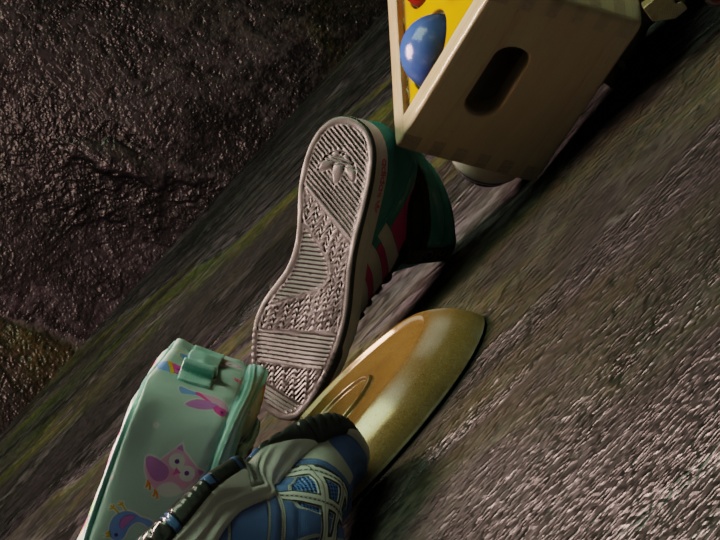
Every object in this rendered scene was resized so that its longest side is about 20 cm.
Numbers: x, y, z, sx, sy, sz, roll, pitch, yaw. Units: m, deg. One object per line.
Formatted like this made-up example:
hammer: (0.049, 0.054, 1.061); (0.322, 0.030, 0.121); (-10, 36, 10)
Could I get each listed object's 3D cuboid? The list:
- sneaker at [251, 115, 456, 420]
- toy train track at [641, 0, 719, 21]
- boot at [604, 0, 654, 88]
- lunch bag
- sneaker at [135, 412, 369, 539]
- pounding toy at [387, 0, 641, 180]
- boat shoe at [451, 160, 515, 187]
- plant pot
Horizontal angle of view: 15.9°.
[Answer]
sneaker: (0.000, 0.000, 1.684); (0.120, 0.083, 0.201); (2, -72, -54)
toy train track: (0.256, -0.206, 1.534); (0.200, 0.033, 0.115); (-38, 9, 11)
boot: (0.205, -0.219, 1.727); (0.200, 0.072, 0.182); (-52, 21, 6)
lunch bag: (-0.108, 0.122, 1.476); (0.200, 0.077, 0.161); (-86, 19, -82)
sneaker: (-0.041, 0.128, 1.271); (0.076, 0.077, 0.200); (-44, -6, 25)
pounding toy: (0.083, -0.202, 1.626); (0.200, 0.141, 0.185); (122, 154, -46)
boat shoe: (0.091, -0.096, 1.783); (0.200, 0.074, 0.093); (-72, -2, -52)
plant pot: (-0.009, 0.090, 1.455); (0.200, 0.027, 0.200); (-46, 8, 8)
